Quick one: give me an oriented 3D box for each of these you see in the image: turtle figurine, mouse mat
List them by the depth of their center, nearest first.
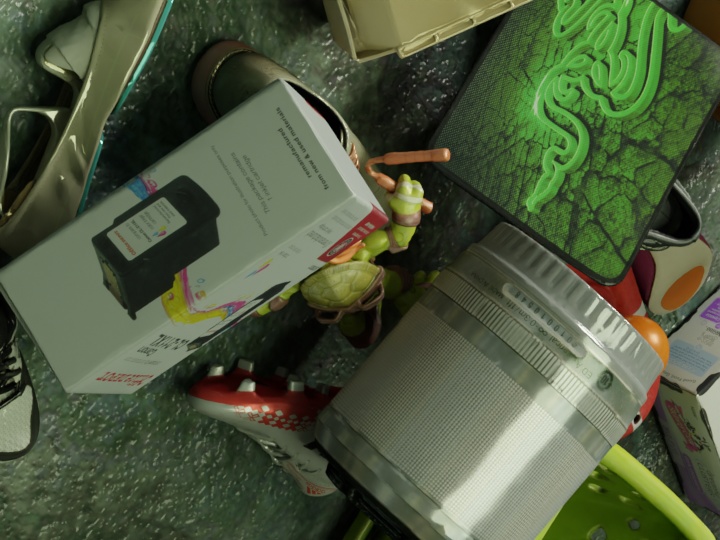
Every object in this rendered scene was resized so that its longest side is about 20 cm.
[{"bbox_3d":[0.000,0.000,1.262,0.199,0.065,0.161,-31,149,15],"label":"turtle figurine"},{"bbox_3d":[0.151,-0.109,1.281,0.160,0.008,0.201,33,69,-7],"label":"mouse mat"}]

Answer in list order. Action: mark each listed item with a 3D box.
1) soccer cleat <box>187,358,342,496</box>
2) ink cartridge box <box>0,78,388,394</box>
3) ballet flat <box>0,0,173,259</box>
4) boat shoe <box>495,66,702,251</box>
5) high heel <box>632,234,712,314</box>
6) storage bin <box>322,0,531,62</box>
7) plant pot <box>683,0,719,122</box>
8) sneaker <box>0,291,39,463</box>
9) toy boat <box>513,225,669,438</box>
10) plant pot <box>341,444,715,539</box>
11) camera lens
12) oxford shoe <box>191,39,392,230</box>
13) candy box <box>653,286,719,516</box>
[{"bbox_3d":[-0.041,0.113,1.318,0.199,0.068,0.086,10,97,-47],"label":"soccer cleat"},{"bbox_3d":[-0.094,-0.013,1.119,0.199,0.083,0.146,-34,172,5],"label":"ink cartridge box"},{"bbox_3d":[-0.171,-0.099,1.126,0.069,0.069,0.202,19,96,-43],"label":"ballet flat"},{"bbox_3d":[0.166,-0.073,1.318,0.199,0.066,0.075,43,80,-31],"label":"boat shoe"},{"bbox_3d":[0.218,-0.036,1.500,0.067,0.096,0.200,-39,150,2],"label":"high heel"},{"bbox_3d":[0.047,-0.260,1.195,0.197,0.094,0.201,-25,124,-12],"label":"storage bin"},{"bbox_3d":[0.348,-0.159,1.454,0.199,0.183,0.202,-17,118,-35],"label":"plant pot"},{"bbox_3d":[-0.232,0.046,1.114,0.076,0.087,0.201,-39,130,-23],"label":"sneaker"},{"bbox_3d":[0.177,0.049,1.431,0.130,0.130,0.201,-40,129,-20],"label":"toy boat"},{"bbox_3d":[0.110,0.207,1.405,0.199,0.181,0.201,41,81,-42],"label":"plant pot"},{"bbox_3d":[0.080,0.091,1.247,0.200,0.160,0.160,-49,132,-1],"label":"camera lens"},{"bbox_3d":[-0.030,-0.070,1.245,0.200,0.074,0.071,39,81,-43],"label":"oxford shoe"},{"bbox_3d":[0.344,0.088,1.630,0.200,0.071,0.169,-42,130,-20],"label":"candy box"}]
